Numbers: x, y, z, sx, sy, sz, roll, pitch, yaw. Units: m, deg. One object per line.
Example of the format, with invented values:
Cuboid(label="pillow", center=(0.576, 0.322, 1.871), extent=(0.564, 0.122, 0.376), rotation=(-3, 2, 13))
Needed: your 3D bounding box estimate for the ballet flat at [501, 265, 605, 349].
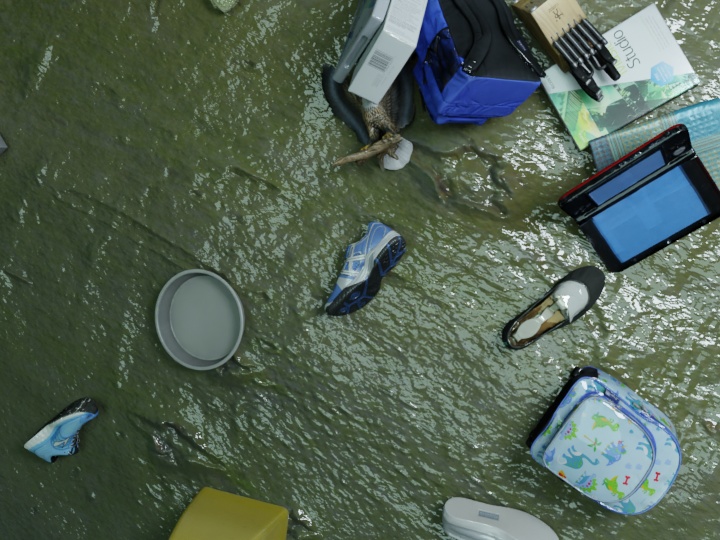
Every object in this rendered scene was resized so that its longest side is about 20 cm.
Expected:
Cuboid(label="ballet flat", center=(0.318, 0.069, 1.073), extent=(0.200, 0.068, 0.068), rotation=(-43, 80, 16))

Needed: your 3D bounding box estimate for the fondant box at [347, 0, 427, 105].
Cuboid(label="fondant box", center=(0.050, -0.385, 1.032), extent=(0.058, 0.144, 0.200), rotation=(23, 60, -13))

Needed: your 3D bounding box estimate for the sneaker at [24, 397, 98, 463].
Cuboid(label="sneaker", center=(-0.631, 0.350, 1.418), extent=(0.200, 0.078, 0.090), rotation=(-35, 102, 21))

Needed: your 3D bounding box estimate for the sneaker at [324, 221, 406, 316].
Cuboid(label="sneaker", center=(0.000, 0.000, 1.181), extent=(0.200, 0.076, 0.077), rotation=(-50, 57, 15))

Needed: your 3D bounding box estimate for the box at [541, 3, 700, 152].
Cuboid(label="box", center=(0.403, -0.301, 1.034), extent=(0.200, 0.036, 0.145), rotation=(-30, 84, 20))

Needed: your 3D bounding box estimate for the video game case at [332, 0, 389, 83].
Cuboid(label="video game case", center=(0.018, -0.427, 1.048), extent=(0.022, 0.182, 0.200), rotation=(23, 68, -15))

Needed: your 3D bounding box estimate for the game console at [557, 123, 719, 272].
Cuboid(label="game console", center=(0.425, -0.099, 0.979), extent=(0.200, 0.172, 0.119), rotation=(-34, 69, 22))

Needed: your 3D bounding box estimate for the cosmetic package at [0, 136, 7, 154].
Cuboid(label="cosmetic package", center=(-0.880, -0.321, 1.431), extent=(0.107, 0.090, 0.200), rotation=(-37, 85, 20))

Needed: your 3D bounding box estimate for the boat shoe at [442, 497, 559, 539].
Cuboid(label="boat shoe", center=(0.238, 0.459, 1.133), extent=(0.199, 0.072, 0.069), rotation=(9, 118, 11))

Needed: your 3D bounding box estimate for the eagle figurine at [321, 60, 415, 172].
Cuboid(label="eagle figurine", center=(0.021, -0.282, 1.132), extent=(0.151, 0.151, 0.200), rotation=(2, 59, -20))

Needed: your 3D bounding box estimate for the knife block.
Cuboid(label="knife block", center=(0.325, -0.356, 1.019), extent=(0.064, 0.200, 0.176), rotation=(-35, 113, 16))

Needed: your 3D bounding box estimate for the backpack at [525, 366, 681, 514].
Cuboid(label="backpack", center=(0.389, 0.277, 1.025), extent=(0.200, 0.147, 0.183), rotation=(33, 105, 10))

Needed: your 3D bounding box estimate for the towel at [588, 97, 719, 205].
Cuboid(label="towel", center=(0.473, -0.167, 1.014), extent=(0.200, 0.022, 0.147), rotation=(-16, 102, 20))

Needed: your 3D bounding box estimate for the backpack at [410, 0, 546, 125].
Cuboid(label="backpack", center=(0.158, -0.342, 1.035), extent=(0.168, 0.162, 0.201), rotation=(-38, 61, 52))

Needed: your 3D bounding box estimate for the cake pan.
Cuboid(label="cake pan", center=(-0.315, 0.096, 1.300), extent=(0.200, 0.037, 0.201), rotation=(2, 95, 18))

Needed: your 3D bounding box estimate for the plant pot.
Cuboid(label="plant pot", center=(-0.272, 0.562, 1.249), extent=(0.199, 0.176, 0.201), rotation=(8, 96, 18))

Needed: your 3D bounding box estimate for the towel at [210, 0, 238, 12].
Cuboid(label="towel", center=(-0.260, -0.604, 1.230), extent=(0.148, 0.036, 0.200), rotation=(-35, 82, 17))
